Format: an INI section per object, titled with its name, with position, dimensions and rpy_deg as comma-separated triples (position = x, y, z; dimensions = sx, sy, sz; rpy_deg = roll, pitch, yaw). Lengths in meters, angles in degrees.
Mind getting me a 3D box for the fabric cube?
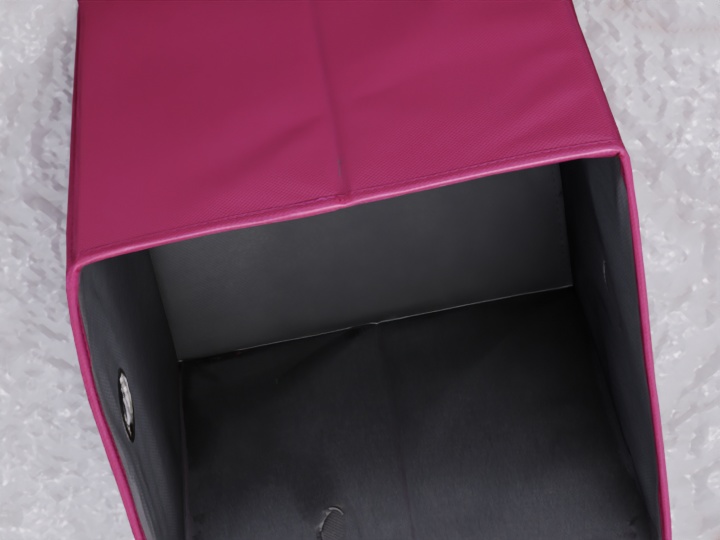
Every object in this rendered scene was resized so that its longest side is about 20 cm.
[fabric cube]
position = 0.000, 0.000, 0.843
dimensions = 0.198, 0.200, 0.197
rpy_deg = -11, 126, 1
